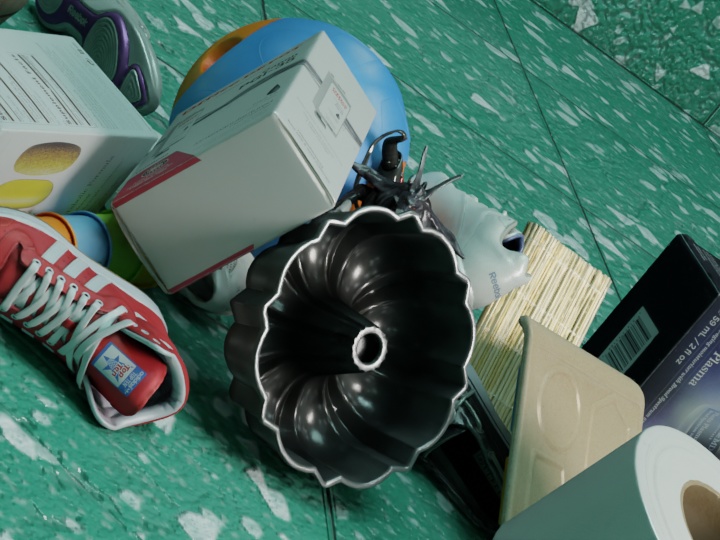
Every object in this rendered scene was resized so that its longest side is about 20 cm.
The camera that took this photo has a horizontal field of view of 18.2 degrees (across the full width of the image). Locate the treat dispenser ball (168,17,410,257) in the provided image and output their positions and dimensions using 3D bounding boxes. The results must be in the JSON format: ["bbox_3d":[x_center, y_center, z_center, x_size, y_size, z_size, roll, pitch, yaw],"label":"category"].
[{"bbox_3d":[-0.059,-0.107,1.849,0.200,0.201,0.201,35,18,-13],"label":"treat dispenser ball"}]

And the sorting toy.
[{"bbox_3d":[0.162,0.155,1.756,0.185,0.036,0.201,30,58,-49],"label":"sorting toy"}]

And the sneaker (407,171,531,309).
[{"bbox_3d":[0.087,-0.023,1.837,0.200,0.087,0.075,-108,-177,-58],"label":"sneaker"}]

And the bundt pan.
[{"bbox_3d":[-0.016,0.049,1.596,0.201,0.203,0.076,24,-7,-40],"label":"bundt pan"}]

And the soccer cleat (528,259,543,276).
[{"bbox_3d":[0.083,-0.005,1.933,0.069,0.199,0.078,32,63,-32],"label":"soccer cleat"}]

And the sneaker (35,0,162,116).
[{"bbox_3d":[-0.210,-0.202,1.989,0.099,0.075,0.200,19,26,-45],"label":"sneaker"}]

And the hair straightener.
[{"bbox_3d":[0.021,-0.018,1.784,0.041,0.201,0.077,15,33,20],"label":"hair straightener"}]

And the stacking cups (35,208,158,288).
[{"bbox_3d":[-0.206,-0.020,1.572,0.061,0.061,0.200,46,19,23],"label":"stacking cups"}]

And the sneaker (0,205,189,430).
[{"bbox_3d":[-0.191,0.033,1.453,0.200,0.071,0.113,29,17,-36],"label":"sneaker"}]

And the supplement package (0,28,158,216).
[{"bbox_3d":[-0.255,-0.093,1.561,0.110,0.114,0.200,48,20,17],"label":"supplement package"}]

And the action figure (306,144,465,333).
[{"bbox_3d":[0.000,0.000,1.705,0.119,0.200,0.102,37,17,-7],"label":"action figure"}]

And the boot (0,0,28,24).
[{"bbox_3d":[-0.319,-0.224,1.701,0.070,0.146,0.200,45,19,15],"label":"boot"}]

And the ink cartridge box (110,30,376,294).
[{"bbox_3d":[-0.081,-0.081,1.629,0.083,0.146,0.200,57,19,-14],"label":"ink cartridge box"}]

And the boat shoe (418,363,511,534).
[{"bbox_3d":[0.063,0.122,1.755,0.200,0.073,0.068,58,27,8],"label":"boat shoe"}]

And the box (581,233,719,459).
[{"bbox_3d":[0.322,0.110,2.093,0.198,0.200,0.123,30,19,-27],"label":"box"}]

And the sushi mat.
[{"bbox_3d":[0.130,0.070,1.839,0.095,0.201,0.012,33,-14,-24],"label":"sushi mat"}]

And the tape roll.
[{"bbox_3d":[0.206,0.229,1.585,0.202,0.139,0.203,39,28,-26],"label":"tape roll"}]

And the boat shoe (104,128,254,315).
[{"bbox_3d":[-0.156,-0.048,1.723,0.200,0.071,0.069,46,17,17],"label":"boat shoe"}]
